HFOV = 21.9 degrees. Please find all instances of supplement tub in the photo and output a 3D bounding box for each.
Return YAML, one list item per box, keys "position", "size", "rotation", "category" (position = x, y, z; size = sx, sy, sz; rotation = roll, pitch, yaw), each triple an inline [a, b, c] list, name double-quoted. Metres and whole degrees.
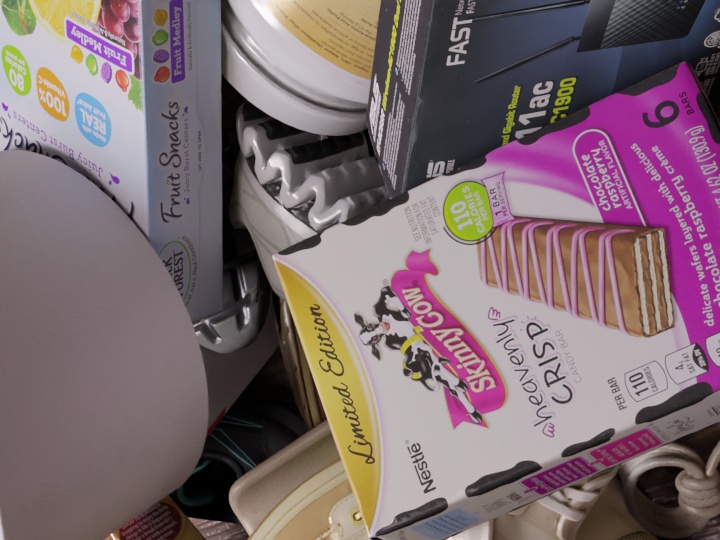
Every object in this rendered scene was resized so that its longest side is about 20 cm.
- position: [0.018, -0.169, 0.869]
  size: [0.145, 0.144, 0.200]
  rotation: [53, 133, 8]
  category: "supplement tub"

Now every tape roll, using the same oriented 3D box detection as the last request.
- position: [-0.193, 0.058, 0.921]
  size: [0.202, 0.139, 0.204]
  rotation: [22, 126, 33]
  category: "tape roll"

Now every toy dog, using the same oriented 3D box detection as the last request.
- position: [0.204, 0.049, 0.867]
  size: [0.131, 0.096, 0.201]
  rotation: [23, 136, 21]
  category: "toy dog"

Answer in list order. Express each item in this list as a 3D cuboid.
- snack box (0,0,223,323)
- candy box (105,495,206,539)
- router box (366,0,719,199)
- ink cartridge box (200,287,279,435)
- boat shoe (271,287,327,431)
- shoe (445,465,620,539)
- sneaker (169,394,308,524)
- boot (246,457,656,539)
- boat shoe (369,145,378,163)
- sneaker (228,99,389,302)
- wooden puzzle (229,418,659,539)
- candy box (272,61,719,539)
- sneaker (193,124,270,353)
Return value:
- position: [-0.130, -0.084, 0.931]
  size: [0.142, 0.053, 0.201]
  rotation: [33, 133, 39]
  category: "snack box"
- position: [-0.093, 0.237, 1.078]
  size: [0.200, 0.055, 0.116]
  rotation: [49, 132, 13]
  category: "candy box"
- position: [0.086, -0.110, 0.785]
  size: [0.200, 0.149, 0.062]
  rotation: [96, 160, -58]
  category: "router box"
- position: [-0.167, 0.028, 1.100]
  size: [0.199, 0.145, 0.084]
  rotation: [23, 153, 30]
  category: "ink cartridge box"
- position: [-0.015, 0.003, 1.018]
  size: [0.072, 0.067, 0.201]
  rotation: [-129, 31, -77]
  category: "boat shoe"
- position: [0.087, 0.059, 0.833]
  size: [0.053, 0.070, 0.201]
  rotation: [3, 74, 59]
  category: "shoe"
- position: [-0.108, 0.100, 1.129]
  size: [0.199, 0.079, 0.076]
  rotation: [15, 123, 36]
  category: "sneaker"
- position: [0.043, 0.155, 0.900]
  size: [0.156, 0.200, 0.073]
  rotation: [53, 175, 33]
  category: "boot"
- position: [0.068, -0.004, 0.934]
  size: [0.060, 0.074, 0.200]
  rotation: [-48, 65, 37]
  category: "boat shoe"
- position: [0.000, 0.000, 0.910]
  size: [0.200, 0.075, 0.081]
  rotation: [52, 134, 31]
  category: "sneaker"
- position: [0.054, 0.152, 0.982]
  size: [0.185, 0.046, 0.200]
  rotation: [-33, 88, 3]
  category: "wooden puzzle"
- position: [0.078, 0.018, 0.786]
  size: [0.199, 0.061, 0.137]
  rotation: [-26, 68, 12]
  category: "candy box"
- position: [-0.089, -0.048, 1.035]
  size: [0.075, 0.079, 0.201]
  rotation: [-23, 74, 14]
  category: "sneaker"
